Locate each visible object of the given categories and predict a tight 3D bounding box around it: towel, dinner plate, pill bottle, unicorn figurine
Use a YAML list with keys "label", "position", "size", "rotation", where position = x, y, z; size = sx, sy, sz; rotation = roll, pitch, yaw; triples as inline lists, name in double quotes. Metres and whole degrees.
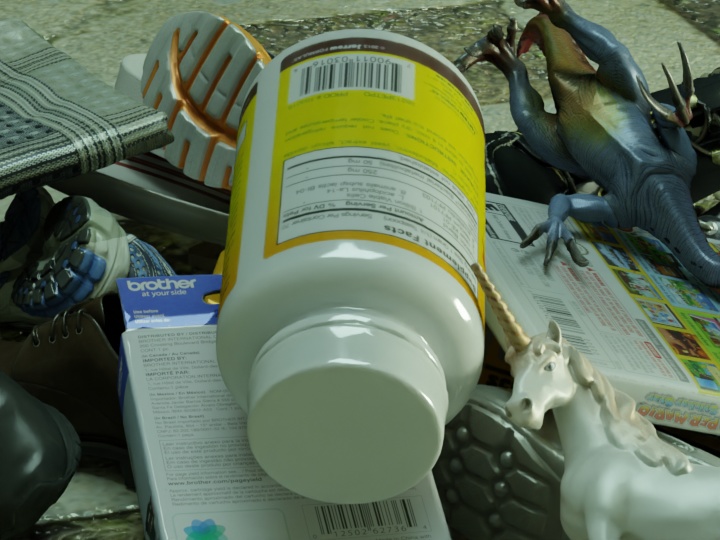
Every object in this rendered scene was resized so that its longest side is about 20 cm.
- label: "towel"
  position: [-0.215, -0.076, 1.462]
  size: [0.192, 0.035, 0.200]
  rotation: [-19, 28, -24]
- label: "dinner plate"
  position: [-0.107, -0.043, 1.546]
  size: [0.200, 0.024, 0.200]
  rotation: [18, 8, -3]
- label: "pill bottle"
  position: [-0.002, -0.001, 1.237]
  size: [0.109, 0.109, 0.200]
  rotation: [2, 42, 1]
- label: "unicorn figurine"
  position: [0.118, 0.099, 1.186]
  size: [0.199, 0.074, 0.138]
  rotation: [16, 61, -2]

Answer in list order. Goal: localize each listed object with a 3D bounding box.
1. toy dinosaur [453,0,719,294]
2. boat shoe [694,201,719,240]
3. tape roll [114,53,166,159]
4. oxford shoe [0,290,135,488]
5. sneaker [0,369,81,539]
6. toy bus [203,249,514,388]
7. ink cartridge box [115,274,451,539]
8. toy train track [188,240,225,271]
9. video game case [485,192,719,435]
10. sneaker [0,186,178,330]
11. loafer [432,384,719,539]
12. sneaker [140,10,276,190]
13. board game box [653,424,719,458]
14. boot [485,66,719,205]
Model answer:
- label: "toy dinosaur"
  position: [0.135, -0.063, 1.407]
  size: [0.182, 0.105, 0.200]
  rotation: [48, 22, 6]
- label: "boat shoe"
  position: [0.189, -0.007, 1.550]
  size: [0.199, 0.061, 0.074]
  rotation: [-2, 23, -11]
- label: "tape roll"
  position: [-0.041, -0.075, 1.664]
  size: [0.202, 0.037, 0.203]
  rotation: [15, 12, -3]
- label: "oxford shoe"
  position: [-0.128, 0.043, 1.366]
  size: [0.199, 0.085, 0.073]
  rotation: [9, 24, 21]
- label: "sneaker"
  position: [-0.195, 0.050, 1.293]
  size: [0.076, 0.091, 0.200]
  rotation: [-48, 44, -7]
- label: "toy bus"
  position: [0.027, 0.029, 1.395]
  size: [0.199, 0.078, 0.065]
  rotation: [18, 21, -2]
- label: "ink cartridge box"
  position: [-0.034, 0.080, 1.251]
  size: [0.119, 0.042, 0.200]
  rotation: [-3, 45, -13]
- label: "toy train track"
  position: [0.000, 0.000, 1.553]
  size: [0.200, 0.033, 0.115]
  rotation: [13, 24, 28]
- label: "video game case"
  position: [0.135, 0.023, 1.357]
  size: [0.181, 0.023, 0.200]
  rotation: [11, 21, -19]
- label: "sneaker"
  position: [-0.137, 0.010, 1.476]
  size: [0.085, 0.077, 0.200]
  rotation: [30, -4, -20]
- label: "loafer"
  position: [0.101, 0.094, 1.284]
  size: [0.200, 0.070, 0.070]
  rotation: [24, 26, 28]
- label: "sneaker"
  position: [-0.033, -0.065, 1.528]
  size: [0.200, 0.078, 0.077]
  rotation: [38, 17, 29]
- label: "board game box"
  position: [0.234, 0.074, 1.384]
  size: [0.135, 0.035, 0.200]
  rotation: [21, 28, 39]
- label: "boot"
  position: [0.132, -0.059, 1.529]
  size: [0.153, 0.074, 0.204]
  rotation: [-23, -7, 16]
